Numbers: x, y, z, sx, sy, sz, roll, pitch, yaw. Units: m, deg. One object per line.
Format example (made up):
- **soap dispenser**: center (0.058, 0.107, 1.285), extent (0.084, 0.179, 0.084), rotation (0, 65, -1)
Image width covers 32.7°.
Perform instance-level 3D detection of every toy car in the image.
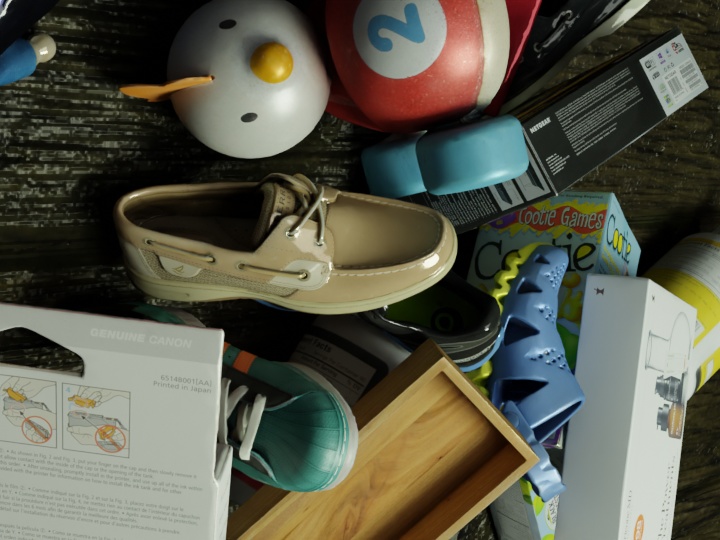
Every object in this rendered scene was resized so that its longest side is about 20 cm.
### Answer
- **toy car**: center (-0.034, -0.118, 0.694), extent (0.200, 0.177, 0.185), rotation (-17, 97, -19)

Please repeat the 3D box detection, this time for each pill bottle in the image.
- **pill bottle**: center (-0.001, 0.095, 0.855), extent (0.200, 0.120, 0.120), rotation (-57, 138, -10)
- **pill bottle**: center (0.321, 0.034, 1.174), extent (0.200, 0.112, 0.112), rotation (-37, 131, -29)

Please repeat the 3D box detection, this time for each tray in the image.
- **tray**: center (0.003, 0.145, 0.762), extent (0.200, 0.037, 0.099), rotation (-41, 112, 5)

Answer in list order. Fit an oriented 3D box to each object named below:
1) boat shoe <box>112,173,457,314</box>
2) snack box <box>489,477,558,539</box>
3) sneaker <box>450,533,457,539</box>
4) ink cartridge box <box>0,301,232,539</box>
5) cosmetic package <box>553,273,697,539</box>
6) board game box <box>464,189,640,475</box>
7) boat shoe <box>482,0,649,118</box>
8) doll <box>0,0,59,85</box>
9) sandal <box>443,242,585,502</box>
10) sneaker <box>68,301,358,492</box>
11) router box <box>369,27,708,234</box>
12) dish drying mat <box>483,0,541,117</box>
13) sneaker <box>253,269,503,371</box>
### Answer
- **boat shoe**: center (-0.043, -0.019, 0.712), extent (0.065, 0.200, 0.071), rotation (86, 1, -56)
- **snack box**: center (0.190, 0.170, 1.133), extent (0.169, 0.068, 0.200), rotation (-40, 132, -27)
- **sneaker**: center (0.023, 0.158, 0.956), extent (0.075, 0.106, 0.200), rotation (60, 34, -43)
- **ink cartridge box**: center (-0.167, 0.091, 0.633), extent (0.045, 0.200, 0.176), rotation (-76, 173, -69)
- **cosmetic package**: center (0.197, 0.113, 0.901), extent (0.151, 0.052, 0.200), rotation (18, 78, -59)
- **board game box**: center (0.138, 0.049, 0.941), extent (0.105, 0.103, 0.200), rotation (47, 53, -55)
- **boat shoe**: center (0.130, -0.177, 0.908), extent (0.199, 0.075, 0.066), rotation (-38, 103, -3)
- **doll**: center (-0.181, -0.153, 0.603), extent (0.200, 0.048, 0.136), rotation (-51, 147, -8)
- **sandal**: center (0.113, 0.078, 0.835), extent (0.079, 0.087, 0.200), rotation (48, 57, -67)
- **sneaker**: center (-0.092, 0.070, 0.684), extent (0.080, 0.200, 0.071), rotation (10, 99, -50)
- **router box**: center (0.125, -0.090, 0.858), extent (0.200, 0.157, 0.052), rotation (-33, 98, -40)
- **dish drying mat**: center (0.096, -0.214, 0.860), extent (0.018, 0.077, 0.200), rotation (-83, -167, -85)
- **sneaker**: center (0.000, 0.000, 0.778), extent (0.083, 0.199, 0.071), rotation (108, 5, -67)
